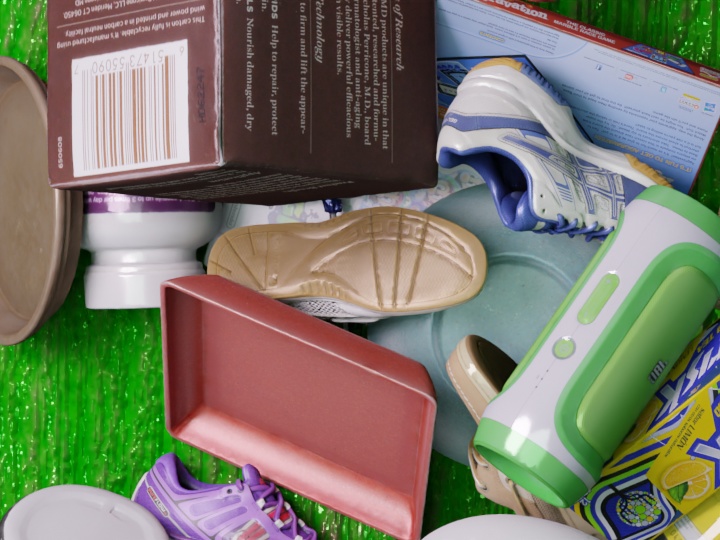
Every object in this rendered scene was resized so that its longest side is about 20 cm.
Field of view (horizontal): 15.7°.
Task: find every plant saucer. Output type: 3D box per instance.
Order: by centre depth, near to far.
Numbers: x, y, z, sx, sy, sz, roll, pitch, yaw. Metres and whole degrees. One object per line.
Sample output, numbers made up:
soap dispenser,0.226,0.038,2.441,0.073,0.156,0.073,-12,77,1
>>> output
plant saucer,0.101,0.041,1.747,0.201,0.039,0.201,1,96,7
plant saucer,-0.037,0.087,1.748,0.200,0.200,0.037,23,57,13
plant saucer,-0.237,-0.048,1.797,0.200,0.029,0.200,5,96,60

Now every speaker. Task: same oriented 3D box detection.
speaker,0.155,0.047,1.623,0.088,0.088,0.200,33,80,11

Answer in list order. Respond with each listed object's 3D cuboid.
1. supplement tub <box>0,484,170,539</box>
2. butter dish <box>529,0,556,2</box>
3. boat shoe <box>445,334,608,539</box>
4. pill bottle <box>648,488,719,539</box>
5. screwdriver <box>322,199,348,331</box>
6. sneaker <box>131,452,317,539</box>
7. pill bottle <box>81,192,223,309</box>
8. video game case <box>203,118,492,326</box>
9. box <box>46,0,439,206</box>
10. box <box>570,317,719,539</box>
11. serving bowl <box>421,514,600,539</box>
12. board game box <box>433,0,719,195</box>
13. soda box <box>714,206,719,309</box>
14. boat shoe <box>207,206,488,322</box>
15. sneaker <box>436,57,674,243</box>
supplement tub,-0.203,0.257,1.785,0.123,0.123,0.200,23,125,13
butter dish,0.109,-0.245,1.690,0.200,0.199,0.148,51,126,8
boat shoe,0.103,0.128,1.710,0.065,0.071,0.200,-26,118,17
pill bottle,0.282,0.137,1.681,0.112,0.112,0.200,44,103,9
screwdriver,-0.014,-0.023,1.774,0.029,0.028,0.200,-6,94,43
sneaker,-0.067,0.182,1.796,0.200,0.081,0.083,20,92,14
pill bottle,-0.151,-0.074,1.783,0.112,0.112,0.200,-2,90,15
video game case,0.005,-0.067,1.790,0.182,0.024,0.200,20,97,13
box,-0.075,-0.132,1.661,0.166,0.200,0.164,-5,84,43
box,0.219,0.089,1.640,0.064,0.070,0.200,38,119,-17
serving bowl,0.120,0.220,1.713,0.200,0.200,0.066,14,54,14
board game box,0.136,-0.118,1.712,0.200,0.019,0.103,20,131,3
soda box,0.278,-0.067,1.697,0.068,0.064,0.200,16,96,14
boat shoe,0.000,0.000,1.732,0.200,0.069,0.071,2,75,26
sneaker,0.132,-0.045,1.691,0.200,0.075,0.088,37,62,-8
